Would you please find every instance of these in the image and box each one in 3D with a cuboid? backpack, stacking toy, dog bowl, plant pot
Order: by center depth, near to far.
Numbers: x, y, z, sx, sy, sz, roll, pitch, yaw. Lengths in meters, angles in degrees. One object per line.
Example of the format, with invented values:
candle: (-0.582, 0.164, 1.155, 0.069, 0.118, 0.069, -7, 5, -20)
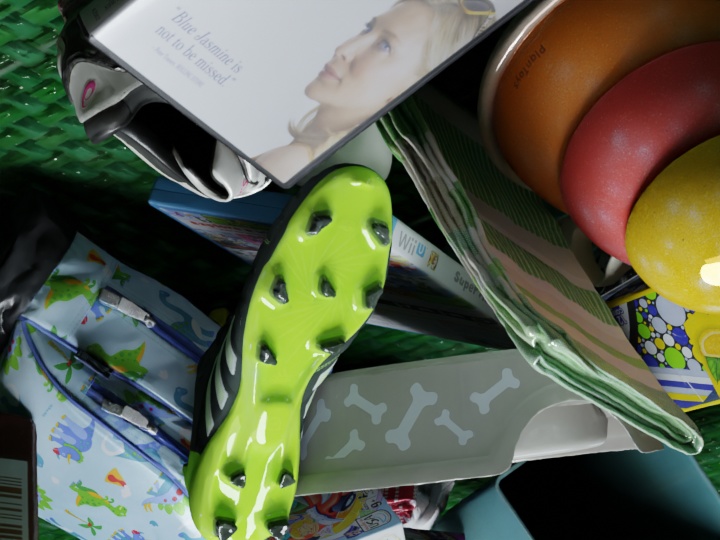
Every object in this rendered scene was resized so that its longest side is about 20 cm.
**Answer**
stacking toy: (0.145, -0.029, 0.743, 0.146, 0.200, 0.146, -13, 140, -11)
dog bowl: (0.051, 0.075, 0.908, 0.200, 0.059, 0.200, -8, 174, -1)
backpack: (-0.129, 0.075, 0.953, 0.200, 0.154, 0.163, 25, 138, -21)
plant pot: (0.139, 0.192, 1.250, 0.141, 0.141, 0.200, -31, 175, -28)

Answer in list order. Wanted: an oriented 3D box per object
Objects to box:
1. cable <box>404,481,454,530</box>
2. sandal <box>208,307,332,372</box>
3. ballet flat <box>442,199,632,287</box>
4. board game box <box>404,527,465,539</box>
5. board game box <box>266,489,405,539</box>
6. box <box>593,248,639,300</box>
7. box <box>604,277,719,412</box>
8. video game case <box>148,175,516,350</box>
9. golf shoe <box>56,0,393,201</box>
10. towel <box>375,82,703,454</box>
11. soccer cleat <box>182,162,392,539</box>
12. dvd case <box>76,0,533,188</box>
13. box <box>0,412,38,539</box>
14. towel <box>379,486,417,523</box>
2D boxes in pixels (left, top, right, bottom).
cable: (-0.036, 0.151, 1.263, 0.200, 0.069, 0.200, -1, 155, -2)
sandal: (-0.105, 0.071, 1.064, 0.200, 0.087, 0.079, -9, 156, 28)
ballet flat: (0.104, -0.017, 0.932, 0.067, 0.070, 0.200, 1, 156, -30)
board game box: (-0.029, 0.199, 1.106, 0.200, 0.043, 0.199, 5, -171, -1)
board game box: (-0.071, 0.132, 1.053, 0.134, 0.200, 0.034, -19, 121, -15)
box: (0.220, 0.016, 1.051, 0.200, 0.040, 0.137, 14, 148, -31)
box: (0.203, 0.010, 0.828, 0.064, 0.070, 0.200, -32, -178, -27)
video game case: (0.000, 0.000, 0.943, 0.143, 0.018, 0.200, 10, 167, 33)
golf shoe: (-0.058, -0.063, 0.799, 0.073, 0.092, 0.200, -24, 149, 35)
towel: (0.073, -0.014, 0.805, 0.023, 0.200, 0.153, -42, 142, 15)
soccer cleat: (-0.043, 0.035, 0.834, 0.067, 0.081, 0.200, 10, 112, -29)
dvd case: (0.009, -0.121, 0.689, 0.200, 0.018, 0.143, -37, 144, 13)
box: (-0.258, 0.184, 0.876, 0.164, 0.166, 0.200, 7, 138, -21)
towel: (-0.060, 0.120, 1.129, 0.200, 0.145, 0.023, -6, 121, 7)
